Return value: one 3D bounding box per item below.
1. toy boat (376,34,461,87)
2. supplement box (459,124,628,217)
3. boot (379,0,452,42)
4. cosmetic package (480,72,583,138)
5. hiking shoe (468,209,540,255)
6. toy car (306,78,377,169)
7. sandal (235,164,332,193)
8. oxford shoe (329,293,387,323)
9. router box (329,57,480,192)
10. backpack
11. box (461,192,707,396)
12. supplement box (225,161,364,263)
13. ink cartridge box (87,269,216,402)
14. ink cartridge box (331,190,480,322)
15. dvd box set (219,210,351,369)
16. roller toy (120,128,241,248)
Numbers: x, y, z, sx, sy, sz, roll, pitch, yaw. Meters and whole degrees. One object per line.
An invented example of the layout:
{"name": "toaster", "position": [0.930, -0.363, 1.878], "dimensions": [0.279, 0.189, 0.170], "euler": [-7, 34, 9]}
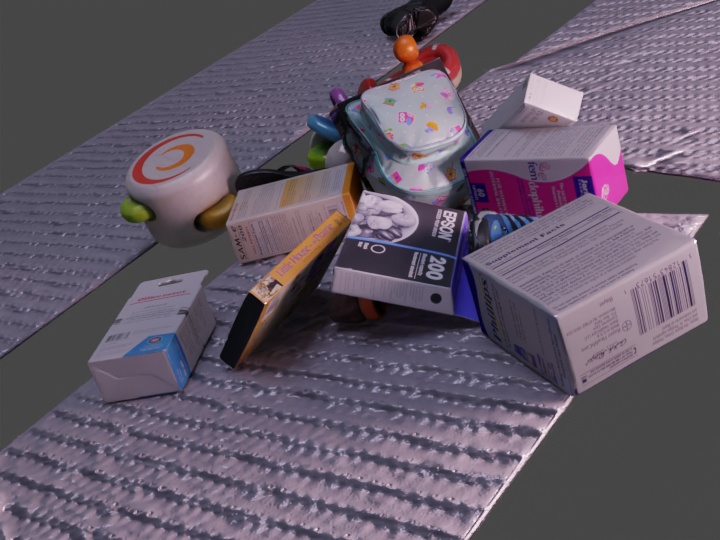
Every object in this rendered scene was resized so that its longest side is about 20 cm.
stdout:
{"name": "toy boat", "position": [0.099, -0.380, 2.045], "dimensions": [0.130, 0.132, 0.200], "euler": [8, 36, 42]}
{"name": "supplement box", "position": [0.252, -0.132, 1.493], "dimensions": [0.198, 0.102, 0.103], "euler": [2, 32, 36]}
{"name": "boot", "position": [0.149, -0.585, 2.472], "dimensions": [0.199, 0.077, 0.168], "euler": [-29, 23, -6]}
{"name": "cosmetic package", "position": [0.242, -0.213, 1.570], "dimensions": [0.082, 0.051, 0.200], "euler": [16, -16, -8]}
{"name": "hiking shoe", "position": [0.191, -0.040, 1.338], "dimensions": [0.086, 0.075, 0.200], "euler": [4, 12, 25]}
{"name": "toy car", "position": [-0.003, -0.240, 1.815], "dimensions": [0.198, 0.151, 0.175], "euler": [-21, 26, -6]}
{"name": "sandal", "position": [-0.102, -0.138, 1.751], "dimensions": [0.198, 0.076, 0.045], "euler": [-4, 36, -5]}
{"name": "oxford shoe", "position": [0.000, 0.000, 1.441], "dimensions": [0.072, 0.072, 0.200], "euler": [-16, 25, 18]}
{"name": "router box", "position": [0.073, -0.225, 1.725], "dimensions": [0.199, 0.158, 0.052], "euler": [-26, -2, -17]}
{"name": "backpack", "position": [0.084, -0.182, 1.592], "dimensions": [0.174, 0.201, 0.154], "euler": [-20, -20, -17]}
{"name": "box", "position": [0.243, 0.020, 1.198], "dimensions": [0.183, 0.106, 0.200], "euler": [-26, 27, -14]}
{"name": "supplement box", "position": [-0.096, -0.089, 1.669], "dimensions": [0.198, 0.074, 0.126], "euler": [-13, 27, 11]}
{"name": "ink cartridge box", "position": [-0.268, 0.084, 1.450], "dimensions": [0.115, 0.067, 0.201], "euler": [-10, 28, 17]}
{"name": "ink cartridge box", "position": [0.078, -0.021, 1.369], "dimensions": [0.198, 0.044, 0.199], "euler": [12, 34, 4]}
{"name": "dvd box set", "position": [-0.096, 0.024, 1.393], "dimensions": [0.029, 0.147, 0.200], "euler": [37, 47, 8]}
{"name": "roller toy", "position": [-0.281, -0.132, 1.799], "dimensions": [0.198, 0.140, 0.183], "euler": [-10, 38, 19]}
